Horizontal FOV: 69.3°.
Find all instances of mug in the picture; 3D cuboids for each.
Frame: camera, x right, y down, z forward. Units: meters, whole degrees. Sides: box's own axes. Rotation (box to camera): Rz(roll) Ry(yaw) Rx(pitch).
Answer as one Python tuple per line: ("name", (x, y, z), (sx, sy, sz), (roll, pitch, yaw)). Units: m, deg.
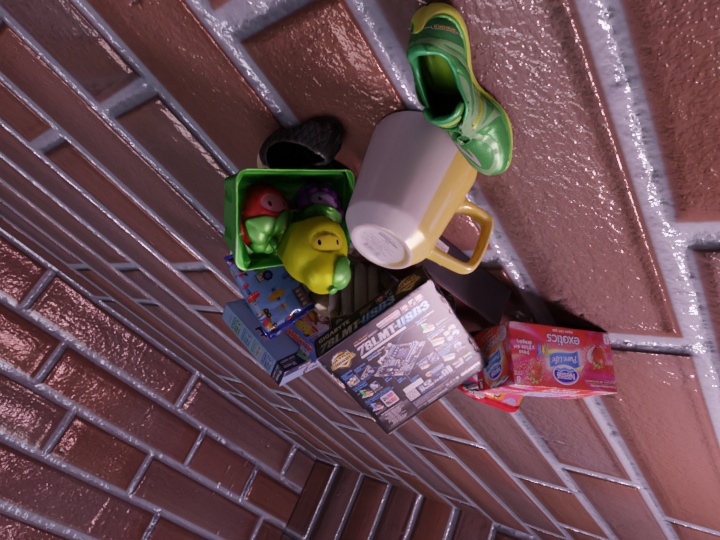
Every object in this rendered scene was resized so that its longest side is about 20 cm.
("mug", (0.070, -0.084, 0.647), (0.183, 0.155, 0.151), (17, 151, 20))

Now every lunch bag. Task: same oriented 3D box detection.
("lunch bag", (0.193, 0.165, 0.943), (0.174, 0.083, 0.200), (25, -173, -32))
("lunch bag", (-0.173, 0.040, 0.948), (0.153, 0.093, 0.200), (58, 161, 2))

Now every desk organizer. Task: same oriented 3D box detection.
("desk organizer", (0.139, 0.015, 0.845), (0.198, 0.073, 0.077), (36, 155, -13))

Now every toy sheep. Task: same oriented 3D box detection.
("toy sheep", (0.005, 0.052, 0.910), (0.194, 0.141, 0.139), (4, 152, -1))

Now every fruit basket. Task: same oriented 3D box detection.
("fruit basket", (-0.082, -0.062, 0.738), (0.211, 0.214, 0.160), (13, 108, 27))

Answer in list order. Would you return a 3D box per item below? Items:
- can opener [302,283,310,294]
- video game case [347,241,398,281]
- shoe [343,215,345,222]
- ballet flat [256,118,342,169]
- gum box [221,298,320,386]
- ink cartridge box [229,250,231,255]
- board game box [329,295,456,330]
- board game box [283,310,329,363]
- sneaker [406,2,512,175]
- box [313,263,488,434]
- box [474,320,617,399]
("can opener", (-0.091, 0.029, 0.988), (0.200, 0.065, 0.054), (100, 149, -75))
("video game case", (0.000, 0.000, 0.969), (0.139, 0.018, 0.202), (5, 149, 8))
("shoe", (-0.046, -0.088, 0.861), (0.196, 0.054, 0.070), (12, 149, 29))
("ballet flat", (-0.101, -0.172, 0.765), (0.198, 0.058, 0.066), (-8, 136, 50))
("gum box", (-0.165, 0.128, 1.090), (0.199, 0.168, 0.045), (42, 123, 23))
("ink cartridge box", (-0.172, -0.048, 1.016), (0.145, 0.087, 0.200), (30, 152, -5))
("board game box", (0.046, 0.093, 0.836), (0.195, 0.029, 0.136), (-9, 155, -9))
("board game box", (-0.116, 0.094, 1.099), (0.199, 0.134, 0.035), (41, 121, 21))
("sneaker", (0.098, -0.170, 0.548), (0.073, 0.085, 0.200), (0, 142, 42))
("box", (0.064, 0.123, 0.771), (0.199, 0.198, 0.050), (50, -172, -29))
("box", (0.289, 0.145, 0.820), (0.195, 0.098, 0.100), (8, 159, -19))
